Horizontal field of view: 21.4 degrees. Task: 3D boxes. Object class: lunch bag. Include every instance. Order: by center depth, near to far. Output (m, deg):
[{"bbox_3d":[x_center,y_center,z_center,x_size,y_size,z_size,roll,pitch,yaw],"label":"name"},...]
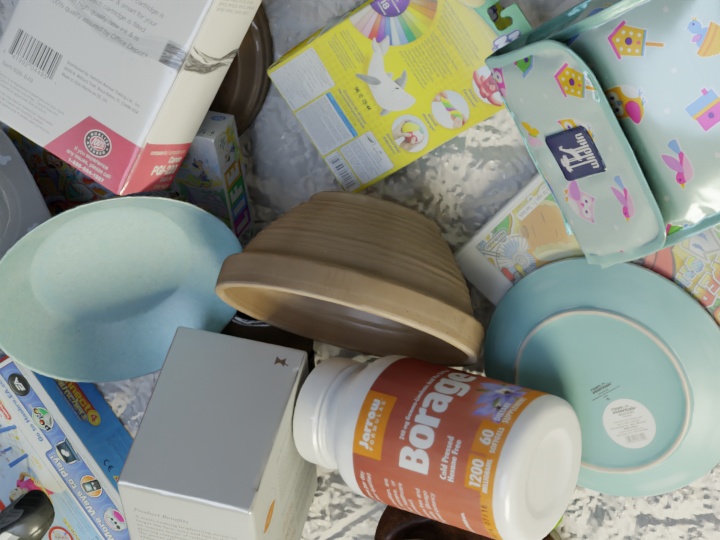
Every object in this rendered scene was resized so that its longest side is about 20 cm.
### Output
[{"bbox_3d":[0.197,-0.109,1.254,0.200,0.122,0.171,-25,101,26],"label":"lunch bag"}]

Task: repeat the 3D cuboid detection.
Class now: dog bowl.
[{"bbox_3d":[-0.289,-0.029,1.534,0.200,0.059,0.200,53,157,33],"label":"dog bowl"}]

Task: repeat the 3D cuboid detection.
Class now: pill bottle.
[{"bbox_3d":[0.053,0.126,1.417,0.200,0.112,0.112,13,120,32],"label":"pill bottle"}]

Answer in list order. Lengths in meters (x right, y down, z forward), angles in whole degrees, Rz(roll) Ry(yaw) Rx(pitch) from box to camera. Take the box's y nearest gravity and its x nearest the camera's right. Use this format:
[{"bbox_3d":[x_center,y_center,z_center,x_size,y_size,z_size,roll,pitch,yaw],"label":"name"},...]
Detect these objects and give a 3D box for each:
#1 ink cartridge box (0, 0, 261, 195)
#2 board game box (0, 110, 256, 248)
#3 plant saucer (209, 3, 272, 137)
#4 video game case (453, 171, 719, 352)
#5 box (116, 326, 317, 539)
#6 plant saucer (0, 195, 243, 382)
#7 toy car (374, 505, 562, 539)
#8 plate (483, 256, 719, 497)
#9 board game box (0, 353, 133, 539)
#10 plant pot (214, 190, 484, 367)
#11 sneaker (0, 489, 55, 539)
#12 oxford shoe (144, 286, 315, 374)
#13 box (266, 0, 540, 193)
[{"bbox_3d":[-0.169,-0.177,1.383,0.146,0.085,0.200,32,106,16],"label":"ink cartridge box"},{"bbox_3d":[-0.183,-0.075,1.500,0.200,0.034,0.135,12,134,24],"label":"board game box"},{"bbox_3d":[-0.161,-0.177,1.470,0.200,0.029,0.200,12,118,23],"label":"plant saucer"},{"bbox_3d":[0.189,-0.004,1.380,0.182,0.023,0.200,45,126,0],"label":"video game case"},{"bbox_3d":[-0.106,0.167,1.492,0.106,0.152,0.200,11,143,11],"label":"box"},{"bbox_3d":[-0.187,0.006,1.448,0.201,0.039,0.201,-11,137,-10],"label":"plant saucer"},{"bbox_3d":[0.060,0.254,1.467,0.158,0.200,0.165,17,121,19],"label":"toy car"},{"bbox_3d":[0.180,0.085,1.402,0.200,0.026,0.200,12,119,22],"label":"plate"},{"bbox_3d":[-0.294,0.176,1.699,0.196,0.056,0.200,-28,99,35],"label":"board game box"},{"bbox_3d":[0.000,0.000,1.409,0.201,0.201,0.093,11,79,22],"label":"plant pot"},{"bbox_3d":[-0.294,0.271,1.676,0.116,0.075,0.200,46,136,-6],"label":"sneaker"},{"bbox_3d":[-0.132,0.035,1.540,0.200,0.073,0.085,5,115,12],"label":"oxford shoe"},{"bbox_3d":[0.040,-0.148,1.370,0.200,0.048,0.117,-27,100,37],"label":"box"}]
